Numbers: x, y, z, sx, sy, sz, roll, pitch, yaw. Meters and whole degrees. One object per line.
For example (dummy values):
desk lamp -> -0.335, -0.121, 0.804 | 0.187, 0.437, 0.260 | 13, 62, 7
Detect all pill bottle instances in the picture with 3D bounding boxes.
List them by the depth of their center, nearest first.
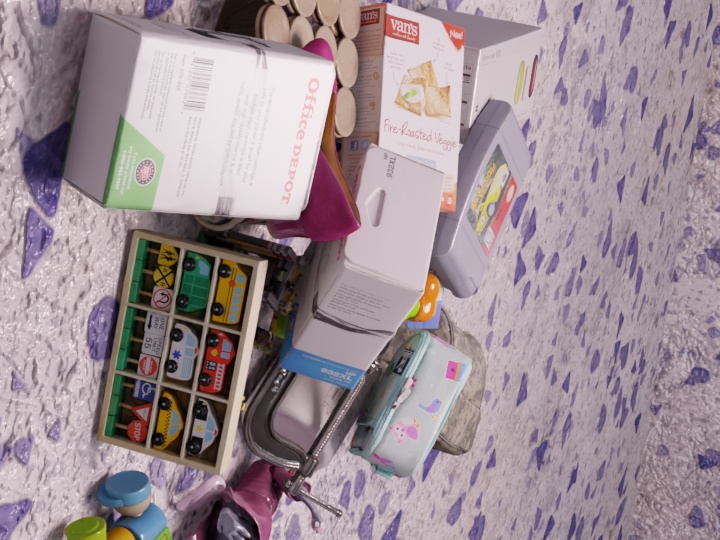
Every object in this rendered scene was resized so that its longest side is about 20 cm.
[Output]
pill bottle -> -0.040, 0.117, 1.695 | 0.200, 0.114, 0.115 | -57, 151, -37

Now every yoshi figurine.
yoshi figurine -> -0.012, 0.020, 1.624 | 0.200, 0.112, 0.112 | -12, 152, -43

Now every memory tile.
memory tile -> -0.050, -0.213, 1.441 | 0.200, 0.017, 0.154 | 9, 83, -64

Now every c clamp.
c clamp -> -0.042, 0.142, 1.578 | 0.171, 0.027, 0.201 | 28, 89, -36

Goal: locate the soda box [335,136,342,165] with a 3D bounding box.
soda box -> -0.046, -0.133, 1.588 | 0.200, 0.068, 0.064 | 68, 41, -55

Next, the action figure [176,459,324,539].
action figure -> -0.127, 0.259, 1.651 | 0.149, 0.134, 0.200 | 50, 28, -11

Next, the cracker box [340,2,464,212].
cracker box -> 0.045, -0.167, 1.577 | 0.134, 0.058, 0.201 | 7, 85, -49

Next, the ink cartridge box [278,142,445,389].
ink cartridge box -> 0.000, 0.000, 1.445 | 0.200, 0.083, 0.146 | 124, -17, -53

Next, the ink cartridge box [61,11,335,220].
ink cartridge box -> -0.134, -0.126, 1.267 | 0.199, 0.084, 0.147 | 3, 107, -40

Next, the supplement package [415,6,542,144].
supplement package -> 0.102, -0.232, 1.756 | 0.200, 0.155, 0.111 | -30, 130, -58

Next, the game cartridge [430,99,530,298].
game cartridge -> 0.132, -0.082, 1.683 | 0.201, 0.041, 0.133 | -66, 150, -16

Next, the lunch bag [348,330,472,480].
lunch bag -> 0.050, 0.153, 1.672 | 0.161, 0.077, 0.200 | -59, -179, -9

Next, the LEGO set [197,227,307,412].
LEGO set -> -0.112, 0.055, 1.489 | 0.200, 0.115, 0.154 | -63, 154, -26

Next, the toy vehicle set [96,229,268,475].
toy vehicle set -> -0.163, 0.073, 1.374 | 0.027, 0.124, 0.201 | -21, 123, -75

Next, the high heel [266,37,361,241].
high heel -> -0.026, -0.121, 1.359 | 0.067, 0.096, 0.201 | 39, 57, -49

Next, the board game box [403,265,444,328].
board game box -> 0.063, -0.060, 1.777 | 0.200, 0.043, 0.200 | -119, -148, -67

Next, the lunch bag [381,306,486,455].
lunch bag -> 0.090, 0.138, 1.973 | 0.168, 0.139, 0.200 | -70, 157, -10

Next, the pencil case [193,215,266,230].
pencil case -> -0.097, -0.076, 1.478 | 0.200, 0.089, 0.078 | 0, 111, -67

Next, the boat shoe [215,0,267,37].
boat shoe -> -0.118, -0.170, 1.403 | 0.063, 0.073, 0.201 | 53, 48, -55

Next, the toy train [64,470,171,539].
toy train -> -0.245, 0.280, 1.381 | 0.200, 0.084, 0.116 | -43, 131, -51
